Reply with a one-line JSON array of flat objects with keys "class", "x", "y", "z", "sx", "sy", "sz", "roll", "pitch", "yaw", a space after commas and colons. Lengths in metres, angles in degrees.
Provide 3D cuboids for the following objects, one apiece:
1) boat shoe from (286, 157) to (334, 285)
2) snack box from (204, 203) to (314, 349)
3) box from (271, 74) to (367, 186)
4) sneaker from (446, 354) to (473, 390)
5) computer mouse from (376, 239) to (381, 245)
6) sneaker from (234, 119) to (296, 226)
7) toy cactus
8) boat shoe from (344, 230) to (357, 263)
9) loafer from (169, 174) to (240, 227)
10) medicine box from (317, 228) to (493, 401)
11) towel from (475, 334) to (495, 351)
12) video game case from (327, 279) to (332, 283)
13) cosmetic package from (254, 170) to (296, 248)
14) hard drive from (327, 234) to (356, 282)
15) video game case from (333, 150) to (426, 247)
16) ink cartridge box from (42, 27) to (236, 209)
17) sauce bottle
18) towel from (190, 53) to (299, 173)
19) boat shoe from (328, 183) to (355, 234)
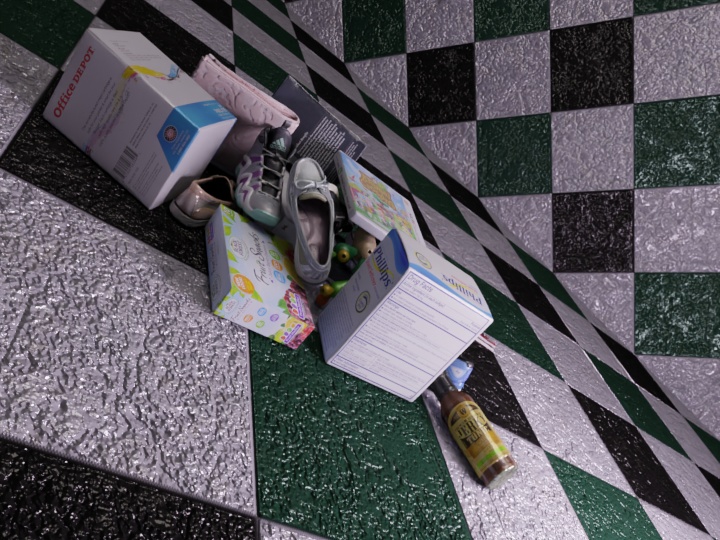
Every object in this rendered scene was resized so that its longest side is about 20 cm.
[{"class": "boat shoe", "x": -0.071, "y": -0.084, "z": 0.937, "sx": 0.072, "sy": 0.065, "sz": 0.208, "roll": 5, "pitch": 67, "yaw": -19}, {"class": "snack box", "x": -0.150, "y": 0.005, "z": 0.895, "sx": 0.140, "sy": 0.053, "sz": 0.202, "roll": 28, "pitch": 25, "yaw": -34}, {"class": "box", "x": -0.116, "y": -0.244, "z": 1.235, "sx": 0.197, "sy": 0.124, "sz": 0.200, "roll": 40, "pitch": -14, "yaw": -8}, {"class": "sneaker", "x": 0.141, "y": 0.124, "z": 1.141, "sx": 0.078, "sy": 0.090, "sz": 0.201, "roll": 13, "pitch": 33, "yaw": -52}, {"class": "computer mouse", "x": 0.105, "y": 0.007, "z": 1.209, "sx": 0.198, "sy": 0.054, "sz": 0.138, "roll": 33, "pitch": -11, "yaw": -19}, {"class": "sneaker", "x": -0.142, "y": -0.171, "z": 0.988, "sx": 0.076, "sy": 0.141, "sz": 0.202, "roll": 21, "pitch": 25, "yaw": -32}, {"class": "toy cactus", "x": 0.000, "y": 0.000, "z": 1.040, "sx": 0.196, "sy": 0.102, "sz": 0.168, "roll": 26, "pitch": 47, "yaw": -21}, {"class": "boat shoe", "x": 0.050, "y": -0.008, "z": 1.117, "sx": 0.201, "sy": 0.070, "sz": 0.070, "roll": 52, "pitch": 23, "yaw": 22}, {"class": "loafer", "x": -0.226, "y": -0.119, "z": 0.984, "sx": 0.072, "sy": 0.063, "sz": 0.200, "roll": 41, "pitch": 21, "yaw": 0}, {"class": "medicine box", "x": 0.064, "y": 0.073, "z": 0.941, "sx": 0.180, "sy": 0.201, "sz": 0.104, "roll": 29, "pitch": 24, "yaw": -30}, {"class": "towel", "x": 0.163, "y": 0.088, "z": 1.218, "sx": 0.198, "sy": 0.023, "sz": 0.143, "roll": 31, "pitch": -1, "yaw": 43}, {"class": "video game case", "x": -0.016, "y": 0.016, "z": 1.169, "sx": 0.200, "sy": 0.018, "sz": 0.143, "roll": 45, "pitch": 20, "yaw": 5}, {"class": "cosmetic package", "x": -0.135, "y": -0.101, "z": 1.094, "sx": 0.101, "sy": 0.074, "sz": 0.202, "roll": 37, "pitch": 22, "yaw": -35}, {"class": "hard drive", "x": -0.006, "y": 0.002, "z": 1.140, "sx": 0.198, "sy": 0.033, "sz": 0.141, "roll": 35, "pitch": 22, "yaw": -21}, {"class": "video game case", "x": 0.040, "y": -0.110, "z": 1.117, "sx": 0.198, "sy": 0.022, "sz": 0.185, "roll": 31, "pitch": 30, "yaw": -35}, {"class": "ink cartridge box", "x": -0.317, "y": -0.225, "z": 0.908, "sx": 0.199, "sy": 0.147, "sz": 0.146, "roll": 41, "pitch": 21, "yaw": -4}, {"class": "sauce bottle", "x": 0.170, "y": 0.247, "z": 0.995, "sx": 0.064, "sy": 0.065, "sz": 0.201, "roll": 15, "pitch": 33, "yaw": -50}, {"class": "towel", "x": -0.229, "y": -0.262, "z": 1.090, "sx": 0.189, "sy": 0.199, "sz": 0.033, "roll": 32, "pitch": 53, "yaw": -23}, {"class": "boat shoe", "x": -0.056, "y": -0.095, "z": 1.088, "sx": 0.070, "sy": 0.070, "sz": 0.200, "roll": 3, "pitch": -10, "yaw": 14}]
